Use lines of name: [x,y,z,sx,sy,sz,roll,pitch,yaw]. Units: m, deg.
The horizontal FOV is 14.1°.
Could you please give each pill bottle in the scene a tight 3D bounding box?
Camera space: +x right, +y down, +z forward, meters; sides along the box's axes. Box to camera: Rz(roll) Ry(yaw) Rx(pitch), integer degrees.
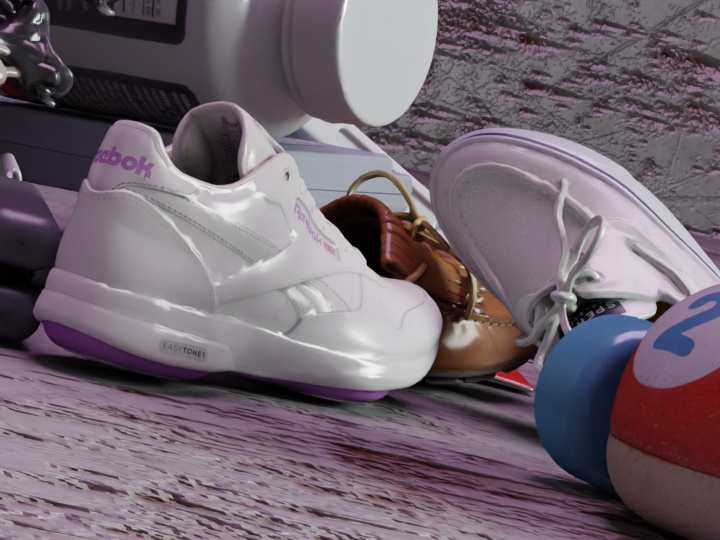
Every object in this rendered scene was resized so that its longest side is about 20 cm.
pill bottle: [-0.072,-0.116,1.270,0.200,0.111,0.111,11,3,30]

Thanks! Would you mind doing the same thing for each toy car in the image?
toy car: [0.179,0.000,0.962,0.177,0.200,0.184,11,5,-27]

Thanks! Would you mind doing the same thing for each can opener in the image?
can opener: [-0.128,-0.010,1.110,0.066,0.053,0.200,14,5,-7]

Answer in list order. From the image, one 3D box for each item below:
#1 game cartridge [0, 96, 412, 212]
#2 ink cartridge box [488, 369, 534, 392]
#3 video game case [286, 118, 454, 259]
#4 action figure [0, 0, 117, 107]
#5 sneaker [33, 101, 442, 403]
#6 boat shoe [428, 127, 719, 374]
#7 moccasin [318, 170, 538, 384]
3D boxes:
game cartridge: [-0.093,-0.052,1.330,0.200,0.041,0.133,12,3,36]
ink cartridge box: [-0.013,0.003,1.350,0.176,0.045,0.200,12,5,-7]
video game case: [-0.054,-0.052,1.466,0.200,0.024,0.182,6,-24,45]
action figure: [-0.183,-0.078,1.120,0.102,0.119,0.200,41,41,6]
sneaker: [-0.029,-0.006,1.061,0.075,0.100,0.200,14,3,37]
boat shoe: [0.093,0.018,1.116,0.202,0.075,0.086,44,23,18]
moccasin: [-0.001,0.000,1.190,0.201,0.078,0.074,11,9,-30]
